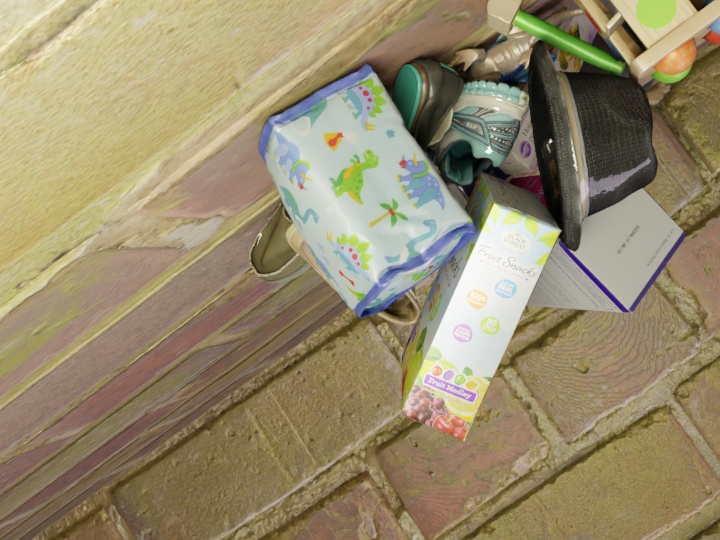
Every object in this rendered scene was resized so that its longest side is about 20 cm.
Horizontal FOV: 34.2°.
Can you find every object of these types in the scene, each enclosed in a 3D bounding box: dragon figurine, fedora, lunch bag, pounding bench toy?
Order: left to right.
[{"bbox_3d":[-0.004,-0.055,1.013,0.127,0.170,0.200,-30,173,-18],"label":"lunch bag"},{"bbox_3d":[0.156,-0.218,1.169,0.200,0.059,0.099,-33,178,22],"label":"dragon figurine"},{"bbox_3d":[0.201,-0.113,1.000,0.091,0.201,0.201,-10,176,4],"label":"fedora"},{"bbox_3d":[0.228,-0.227,1.023,0.200,0.156,0.124,-36,175,11],"label":"pounding bench toy"}]

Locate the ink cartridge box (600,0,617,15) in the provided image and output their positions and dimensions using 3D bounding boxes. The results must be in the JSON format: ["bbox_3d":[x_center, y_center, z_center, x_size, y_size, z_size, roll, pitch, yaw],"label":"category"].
[{"bbox_3d":[0.300,-0.315,1.184,0.116,0.067,0.200,-38,174,31],"label":"ink cartridge box"}]

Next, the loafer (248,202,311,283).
[{"bbox_3d":[-0.062,-0.060,1.222,0.070,0.075,0.200,8,137,-44],"label":"loafer"}]

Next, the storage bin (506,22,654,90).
[{"bbox_3d":[0.226,-0.209,1.367,0.134,0.146,0.200,-20,168,-31],"label":"storage bin"}]

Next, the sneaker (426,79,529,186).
[{"bbox_3d":[0.087,-0.126,1.156,0.200,0.077,0.087,-14,-120,66],"label":"sneaker"}]

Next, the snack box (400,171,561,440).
[{"bbox_3d":[0.101,0.025,1.043,0.169,0.068,0.200,-83,-164,-77],"label":"snack box"}]

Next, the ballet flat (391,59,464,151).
[{"bbox_3d":[0.043,-0.111,1.108,0.068,0.068,0.200,-3,140,-34],"label":"ballet flat"}]

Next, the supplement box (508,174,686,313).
[{"bbox_3d":[0.205,-0.029,1.162,0.101,0.103,0.200,-52,-162,-16],"label":"supplement box"}]

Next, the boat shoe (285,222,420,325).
[{"bbox_3d":[0.000,0.000,1.211,0.072,0.065,0.200,-35,141,16],"label":"boat shoe"}]

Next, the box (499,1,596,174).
[{"bbox_3d":[0.192,-0.192,1.215,0.041,0.039,0.200,1,-122,53],"label":"box"}]

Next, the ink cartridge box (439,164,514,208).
[{"bbox_3d":[0.100,-0.087,1.305,0.200,0.043,0.196,-30,-174,47],"label":"ink cartridge box"}]
